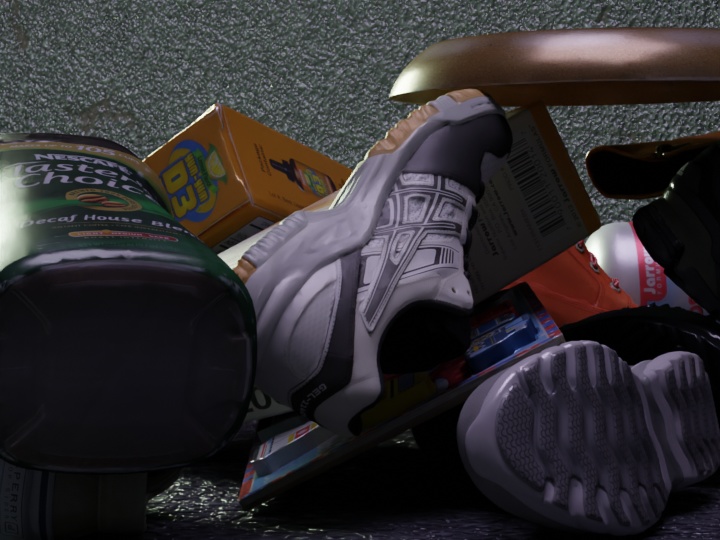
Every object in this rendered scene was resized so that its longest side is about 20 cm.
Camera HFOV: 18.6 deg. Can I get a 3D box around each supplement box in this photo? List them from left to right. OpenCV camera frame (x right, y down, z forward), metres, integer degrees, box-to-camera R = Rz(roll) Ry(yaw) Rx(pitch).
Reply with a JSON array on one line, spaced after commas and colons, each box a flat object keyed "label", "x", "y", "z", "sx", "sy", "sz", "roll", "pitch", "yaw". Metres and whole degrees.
[{"label": "supplement box", "x": -0.034, "y": -0.023, "z": 1.212, "sx": 0.069, "sy": 0.067, "sz": 0.200, "roll": -32, "pitch": -30, "yaw": 20}, {"label": "supplement box", "x": 0.000, "y": 0.000, "z": 1.056, "sx": 0.200, "sy": 0.074, "sz": 0.126, "roll": -30, "pitch": 6, "yaw": -33}]

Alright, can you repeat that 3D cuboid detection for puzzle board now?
[{"label": "puzzle board", "x": 0.015, "y": 0.049, "z": 0.996, "sx": 0.151, "sy": 0.017, "sz": 0.200, "roll": -26, "pitch": 5, "yaw": 3}]

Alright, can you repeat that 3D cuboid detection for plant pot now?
[{"label": "plant pot", "x": 0.113, "y": -0.096, "z": 1.041, "sx": 0.200, "sy": 0.028, "sz": 0.200, "roll": -1, "pitch": 2, "yaw": 0}]

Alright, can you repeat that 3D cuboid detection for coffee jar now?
[{"label": "coffee jar", "x": -0.111, "y": 0.005, "z": 0.848, "sx": 0.104, "sy": 0.085, "sz": 0.200, "roll": 1, "pitch": 16, "yaw": -18}]

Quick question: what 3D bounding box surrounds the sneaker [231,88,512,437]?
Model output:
[{"label": "sneaker", "x": 0.018, "y": 0.000, "z": 0.924, "sx": 0.200, "sy": 0.088, "sz": 0.076, "roll": -44, "pitch": -11, "yaw": -41}]

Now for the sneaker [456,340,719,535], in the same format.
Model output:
[{"label": "sneaker", "x": 0.080, "y": 0.073, "z": 0.874, "sx": 0.082, "sy": 0.075, "sz": 0.200, "roll": -16, "pitch": -11, "yaw": 25}]

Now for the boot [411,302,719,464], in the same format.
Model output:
[{"label": "boot", "x": 0.137, "y": 0.053, "z": 1.066, "sx": 0.198, "sy": 0.073, "sz": 0.162, "roll": -7, "pitch": 2, "yaw": 39}]

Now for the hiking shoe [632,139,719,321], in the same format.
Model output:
[{"label": "hiking shoe", "x": 0.226, "y": 0.008, "z": 1.008, "sx": 0.200, "sy": 0.101, "sz": 0.076, "roll": 37, "pitch": 8, "yaw": -11}]

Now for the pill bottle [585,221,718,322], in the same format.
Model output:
[{"label": "pill bottle", "x": 0.204, "y": 0.022, "z": 1.398, "sx": 0.200, "sy": 0.109, "sz": 0.109, "roll": -1, "pitch": 2, "yaw": -2}]

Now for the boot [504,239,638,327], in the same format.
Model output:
[{"label": "boot", "x": 0.123, "y": 0.014, "z": 1.252, "sx": 0.200, "sy": 0.107, "sz": 0.075, "roll": 9, "pitch": -9, "yaw": -24}]

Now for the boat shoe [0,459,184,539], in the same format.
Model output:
[{"label": "boat shoe", "x": -0.101, "y": 0.073, "z": 0.901, "sx": 0.062, "sy": 0.072, "sz": 0.200, "roll": 9, "pitch": 13, "yaw": 3}]

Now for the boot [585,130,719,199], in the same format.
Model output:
[{"label": "boot", "x": 0.243, "y": -0.072, "z": 1.106, "sx": 0.188, "sy": 0.069, "sz": 0.200, "roll": 0, "pitch": 4, "yaw": 44}]
